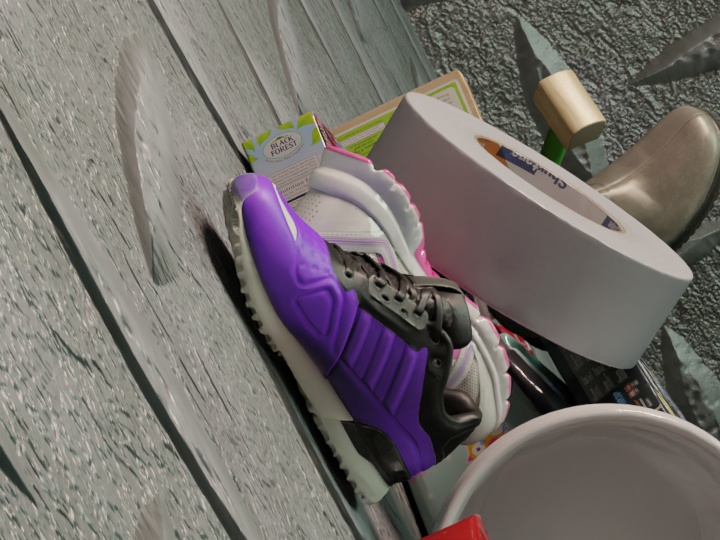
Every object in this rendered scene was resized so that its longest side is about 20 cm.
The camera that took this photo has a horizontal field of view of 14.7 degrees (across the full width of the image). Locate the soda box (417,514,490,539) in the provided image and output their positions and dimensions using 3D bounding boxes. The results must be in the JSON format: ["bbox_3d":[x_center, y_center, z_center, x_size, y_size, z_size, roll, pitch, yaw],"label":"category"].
[{"bbox_3d":[0.070,0.225,1.373,0.063,0.070,0.200,-93,157,-70],"label":"soda box"}]

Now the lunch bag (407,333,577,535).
[{"bbox_3d":[0.113,0.159,1.737,0.200,0.122,0.171,45,19,-55],"label":"lunch bag"}]

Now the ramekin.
[{"bbox_3d":[0.130,0.169,1.543,0.200,0.200,0.105,64,-3,-5],"label":"ramekin"}]

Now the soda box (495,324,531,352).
[{"bbox_3d":[0.084,0.081,1.938,0.200,0.070,0.064,25,41,-80],"label":"soda box"}]

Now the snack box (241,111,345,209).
[{"bbox_3d":[0.000,0.000,1.713,0.200,0.053,0.142,46,21,-69],"label":"snack box"}]

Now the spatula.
[{"bbox_3d":[0.082,0.034,1.672,0.200,0.021,0.056,55,28,18],"label":"spatula"}]

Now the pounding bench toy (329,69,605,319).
[{"bbox_3d":[0.084,-0.049,1.914,0.124,0.200,0.156,67,8,21],"label":"pounding bench toy"}]

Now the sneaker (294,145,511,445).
[{"bbox_3d":[0.009,0.029,1.542,0.081,0.088,0.200,19,-32,56],"label":"sneaker"}]

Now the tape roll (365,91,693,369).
[{"bbox_3d":[0.094,-0.024,1.636,0.200,0.066,0.200,32,10,-6],"label":"tape roll"}]

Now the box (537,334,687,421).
[{"bbox_3d":[0.183,0.107,1.728,0.159,0.046,0.200,52,6,-26],"label":"box"}]

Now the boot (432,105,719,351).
[{"bbox_3d":[0.140,-0.037,1.785,0.131,0.200,0.068,30,15,-51],"label":"boot"}]

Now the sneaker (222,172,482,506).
[{"bbox_3d":[0.002,0.020,1.449,0.200,0.099,0.070,62,5,-29],"label":"sneaker"}]
